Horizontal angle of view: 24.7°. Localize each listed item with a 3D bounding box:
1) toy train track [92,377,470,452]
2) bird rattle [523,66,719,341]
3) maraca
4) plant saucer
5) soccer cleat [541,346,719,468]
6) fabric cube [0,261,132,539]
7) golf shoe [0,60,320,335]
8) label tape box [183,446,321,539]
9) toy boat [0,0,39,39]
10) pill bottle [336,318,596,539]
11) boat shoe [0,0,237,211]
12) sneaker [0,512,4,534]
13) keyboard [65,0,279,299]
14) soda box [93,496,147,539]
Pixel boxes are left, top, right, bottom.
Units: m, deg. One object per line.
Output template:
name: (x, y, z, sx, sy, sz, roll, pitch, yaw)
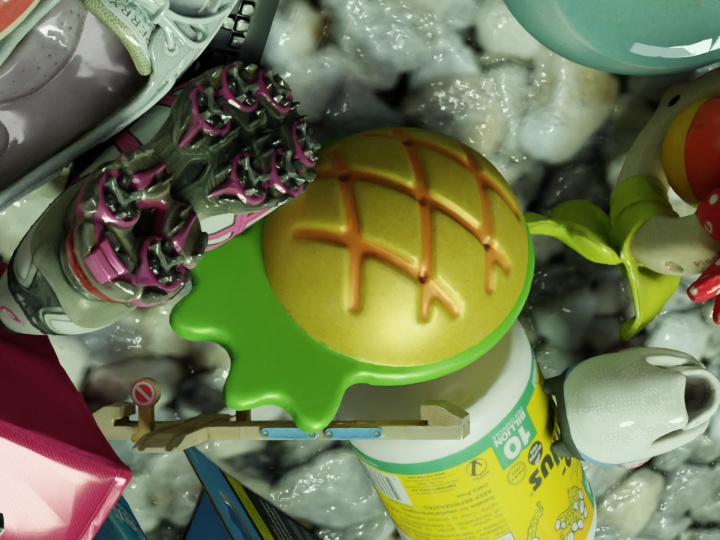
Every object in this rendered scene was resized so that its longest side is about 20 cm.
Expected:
toy train track: (-0.044, 0.068, 0.828, 0.198, 0.115, 0.033, -1, 92, 14)
bird rattle: (0.181, -0.044, 0.863, 0.112, 0.199, 0.164, 31, 71, -20)
maraca: (0.000, 0.000, 0.813, 0.199, 0.137, 0.107, -30, 159, -29)
plant saucer: (0.163, -0.172, 0.824, 0.197, 0.036, 0.201, -5, 132, -5)
soccer cleat: (0.166, 0.077, 0.927, 0.200, 0.085, 0.071, 0, 81, -69)
fabric cube: (-0.249, 0.084, 0.679, 0.198, 0.200, 0.197, 27, 100, -37)
golf shoe: (-0.092, -0.035, 0.744, 0.073, 0.092, 0.200, 60, 36, -9)
label tape box: (-0.037, 0.192, 0.893, 0.063, 0.144, 0.200, -45, 128, 4)
toy boat: (-0.191, -0.163, 0.574, 0.200, 0.131, 0.131, 43, 85, -4)
pill bottle: (0.070, 0.120, 0.932, 0.112, 0.113, 0.201, -33, 127, -9)
boat shoe: (-0.122, -0.087, 0.706, 0.201, 0.065, 0.075, -40, 114, -9)
sneaker: (-0.182, 0.126, 0.564, 0.128, 0.079, 0.202, -9, 110, -16)
keyboard: (-0.096, -0.073, 0.778, 0.103, 0.040, 0.202, 7, 112, -32)
soda box: (-0.124, 0.170, 0.796, 0.068, 0.200, 0.064, -38, 128, -4)
